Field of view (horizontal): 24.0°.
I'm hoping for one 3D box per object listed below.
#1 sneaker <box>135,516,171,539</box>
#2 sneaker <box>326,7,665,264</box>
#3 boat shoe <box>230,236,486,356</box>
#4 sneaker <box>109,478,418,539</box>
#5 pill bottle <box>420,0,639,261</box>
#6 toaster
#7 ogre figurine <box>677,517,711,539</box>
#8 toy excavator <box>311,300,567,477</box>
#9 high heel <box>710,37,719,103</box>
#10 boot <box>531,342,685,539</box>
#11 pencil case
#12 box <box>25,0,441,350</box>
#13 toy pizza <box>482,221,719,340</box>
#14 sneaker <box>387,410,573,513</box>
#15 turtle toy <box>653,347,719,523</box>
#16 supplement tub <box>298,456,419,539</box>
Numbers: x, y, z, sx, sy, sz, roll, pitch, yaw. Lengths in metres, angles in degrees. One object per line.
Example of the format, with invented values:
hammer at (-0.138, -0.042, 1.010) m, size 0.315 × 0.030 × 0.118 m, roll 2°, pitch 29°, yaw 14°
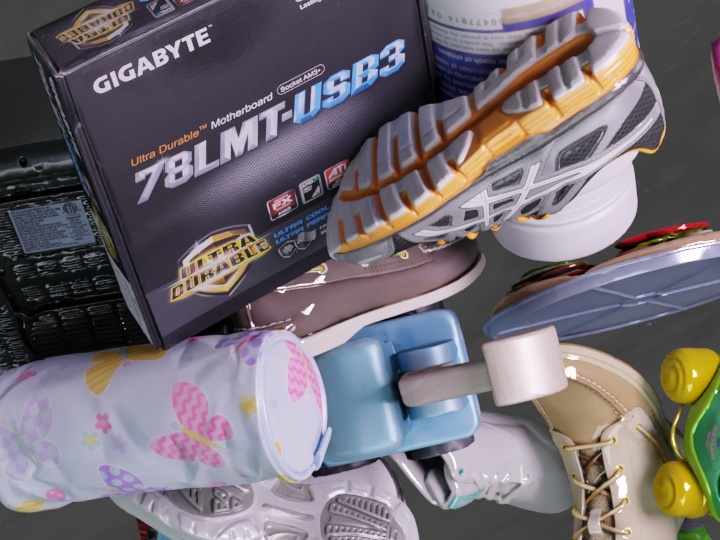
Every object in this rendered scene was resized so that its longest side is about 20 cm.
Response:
sneaker at (-0.103, 0.126, 1.195) m, size 0.095 × 0.080 × 0.201 m, roll -3°, pitch 137°, yaw -21°
sneaker at (0.068, -0.052, 0.876) m, size 0.199 × 0.079 × 0.077 m, roll -29°, pitch 129°, yaw 23°
boat shoe at (0.000, 0.000, 1.031) m, size 0.072 × 0.199 × 0.060 m, roll -1°, pitch 107°, yaw 49°
sneaker at (-0.070, 0.164, 1.047) m, size 0.199 × 0.078 × 0.100 m, roll 22°, pitch 139°, yaw -3°
pill bottle at (0.100, -0.108, 0.954) m, size 0.119 × 0.120 × 0.201 m, roll -10°, pitch 129°, yaw 8°
toaster at (-0.164, -0.032, 1.016) m, size 0.199 × 0.119 × 0.182 m, roll -9°, pitch 131°, yaw 7°
ogre figurine at (0.256, 0.272, 1.279) m, size 0.098 × 0.120 × 0.200 m, roll -23°, pitch 126°, yaw 23°
toy excavator at (0.030, 0.071, 1.010) m, size 0.193 × 0.200 × 0.101 m, roll -13°, pitch 91°, yaw 10°
high heel at (0.287, -0.076, 1.007) m, size 0.096 × 0.068 × 0.200 m, roll -23°, pitch 126°, yaw 30°
boot at (0.161, 0.156, 1.146) m, size 0.072 × 0.156 × 0.200 m, roll -9°, pitch 140°, yaw 36°
pencil case at (-0.118, 0.088, 0.955) m, size 0.199 × 0.083 × 0.091 m, roll -11°, pitch 110°, yaw 24°
box at (-0.053, -0.079, 0.893) m, size 0.199 × 0.050 × 0.199 m, roll -28°, pitch 139°, yaw -15°
toy pizza at (0.170, 0.004, 1.052) m, size 0.199 × 0.032 × 0.200 m, roll -14°, pitch 168°, yaw -3°
sneaker at (0.075, 0.137, 1.182) m, size 0.199 × 0.089 × 0.075 m, roll 29°, pitch 123°, yaw -23°
turtle toy at (0.279, 0.089, 1.113) m, size 0.145 × 0.101 × 0.202 m, roll 2°, pitch 94°, yaw -23°
supplement tub at (-0.016, 0.209, 1.200) m, size 0.122 × 0.123 × 0.200 m, roll -7°, pitch 148°, yaw 5°
